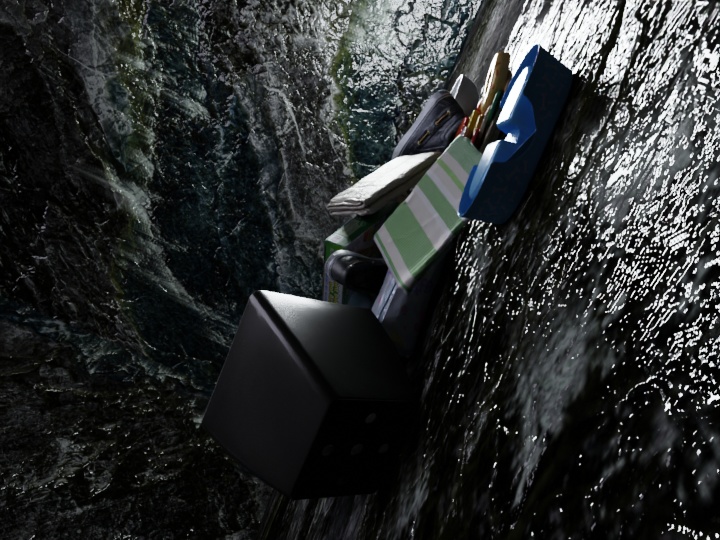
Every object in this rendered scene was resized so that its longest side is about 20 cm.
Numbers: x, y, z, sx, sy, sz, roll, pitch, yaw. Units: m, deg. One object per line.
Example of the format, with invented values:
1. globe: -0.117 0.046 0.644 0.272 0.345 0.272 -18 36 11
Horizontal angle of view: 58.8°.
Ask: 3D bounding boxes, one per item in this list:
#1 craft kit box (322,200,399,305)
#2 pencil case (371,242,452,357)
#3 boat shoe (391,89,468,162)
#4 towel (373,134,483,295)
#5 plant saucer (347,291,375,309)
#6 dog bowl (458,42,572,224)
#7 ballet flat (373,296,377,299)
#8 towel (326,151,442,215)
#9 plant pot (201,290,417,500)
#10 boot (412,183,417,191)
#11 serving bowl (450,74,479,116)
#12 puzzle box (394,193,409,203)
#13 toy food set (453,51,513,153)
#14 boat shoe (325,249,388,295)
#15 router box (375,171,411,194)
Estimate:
1. craft kit box: 0.000 0.000 1.113 0.200 0.048 0.199 -42 -33 -49
2. pencil case: 0.069 0.027 0.941 0.202 0.082 0.091 -69 -22 -13
3. boat shoe: 0.130 -0.231 1.202 0.070 0.091 0.201 -10 -35 -39
4. towel: 0.101 -0.079 0.868 0.200 0.023 0.153 -50 31 18
5. plant saucer: 0.011 0.132 1.008 0.200 0.027 0.203 -1 -90 -72
6. dog bowl: 0.170 -0.143 0.704 0.112 0.049 0.202 -90 23 -83
7. ballet flat: 0.056 0.054 1.130 0.069 0.071 0.202 -66 0 -74
8. towel: 0.044 -0.150 1.114 0.199 0.035 0.132 -36 22 -26
9. plant pot: -0.048 0.166 0.788 0.177 0.199 0.201 40 111 46
10. boot: 0.123 -0.120 1.198 0.202 0.073 0.151 -64 4 2
11. serving bowl: 0.194 -0.295 1.316 0.200 0.065 0.202 -158 90 -87
12. puzzle box: 0.073 -0.089 1.278 0.199 0.025 0.135 8 -83 -61
13. toy food set: 0.192 -0.234 1.033 0.200 0.048 0.200 119 173 -64
14. boat shoe: 0.036 0.013 1.011 0.057 0.198 0.069 40 116 49
15. router box: 0.064 -0.095 1.342 0.200 0.052 0.159 29 -101 -62
